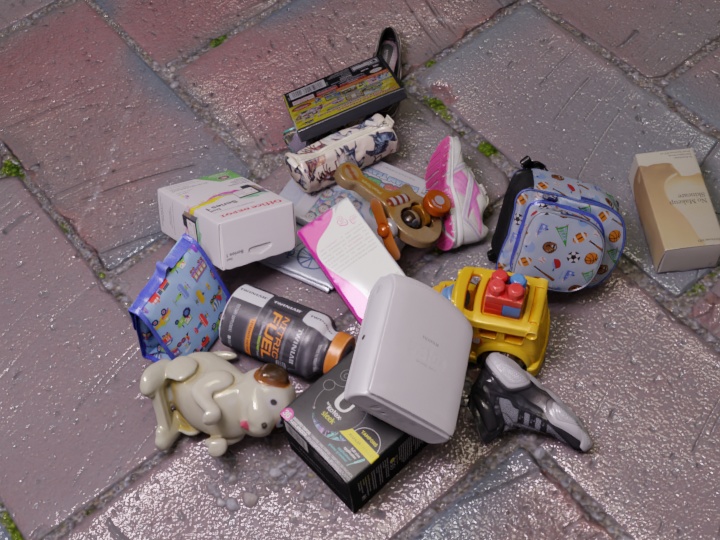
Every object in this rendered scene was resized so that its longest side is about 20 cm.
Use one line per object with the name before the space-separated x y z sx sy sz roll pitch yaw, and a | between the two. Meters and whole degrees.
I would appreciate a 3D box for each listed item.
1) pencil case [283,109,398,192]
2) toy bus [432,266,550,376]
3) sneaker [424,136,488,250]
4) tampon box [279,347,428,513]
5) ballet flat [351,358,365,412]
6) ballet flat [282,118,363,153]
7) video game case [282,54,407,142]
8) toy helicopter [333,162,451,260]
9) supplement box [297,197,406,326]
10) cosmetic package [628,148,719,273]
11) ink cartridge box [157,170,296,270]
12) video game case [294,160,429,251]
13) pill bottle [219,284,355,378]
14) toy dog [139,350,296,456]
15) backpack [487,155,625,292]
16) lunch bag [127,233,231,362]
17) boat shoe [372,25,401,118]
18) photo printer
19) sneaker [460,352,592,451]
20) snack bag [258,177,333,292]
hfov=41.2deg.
pencil case | -0.033 -0.203 1.642 0.200 0.089 0.078 -27 59 -16
toy bus | 0.187 0.057 1.445 0.200 0.192 0.136 11 61 13
sneaker | 0.168 -0.129 1.624 0.088 0.081 0.200 2 77 -25
tampon box | 0.010 0.216 1.395 0.200 0.126 0.150 -40 64 -19
ballet flat | 0.025 0.117 1.355 0.072 0.072 0.200 14 56 13
ballet flat | -0.044 -0.266 1.748 0.200 0.072 0.072 -30 60 -10
video game case | -0.032 -0.310 1.708 0.200 0.026 0.181 -22 33 0
toy helicopter | 0.040 -0.102 1.547 0.200 0.079 0.132 34 51 -1
supplement box | 0.000 0.000 1.520 0.101 0.103 0.200 -34 73 -2
cosmetic package | 0.521 -0.101 1.587 0.105 0.071 0.200 -7 57 0
ink cartridge box | -0.219 -0.086 1.568 0.145 0.084 0.200 -20 32 -34
video game case | 0.010 -0.116 1.649 0.200 0.024 0.182 26 59 16
pill bottle | -0.110 0.101 1.491 0.200 0.106 0.106 20 61 16
toy dog | -0.192 0.195 1.424 0.200 0.140 0.194 5 20 23
backpack | 0.318 -0.058 1.507 0.190 0.200 0.154 6 38 -9
lunch bag | -0.282 0.050 1.481 0.094 0.200 0.151 24 62 18
boat shoe | 0.045 -0.377 1.809 0.067 0.057 0.200 2 58 6
photo printer | 0.072 0.112 1.298 0.166 0.069 0.200 32 56 -27
sneaker | 0.237 0.220 1.409 0.200 0.075 0.114 40 101 -2
snack bag | -0.084 -0.071 1.648 0.188 0.021 0.200 22 59 17
